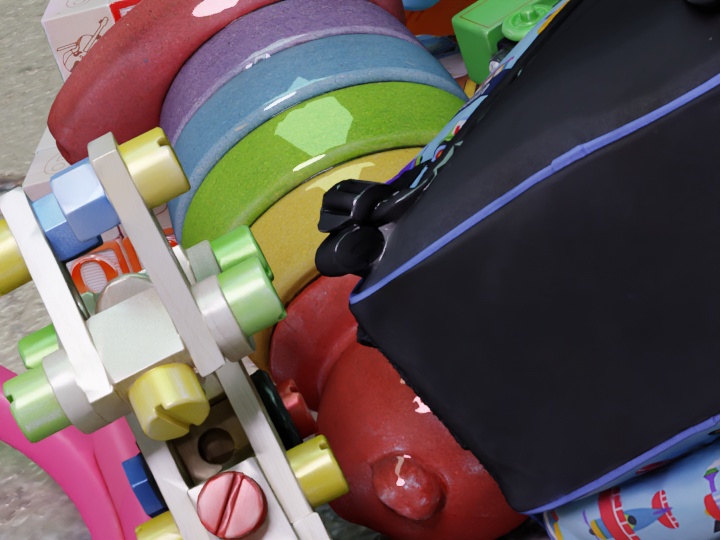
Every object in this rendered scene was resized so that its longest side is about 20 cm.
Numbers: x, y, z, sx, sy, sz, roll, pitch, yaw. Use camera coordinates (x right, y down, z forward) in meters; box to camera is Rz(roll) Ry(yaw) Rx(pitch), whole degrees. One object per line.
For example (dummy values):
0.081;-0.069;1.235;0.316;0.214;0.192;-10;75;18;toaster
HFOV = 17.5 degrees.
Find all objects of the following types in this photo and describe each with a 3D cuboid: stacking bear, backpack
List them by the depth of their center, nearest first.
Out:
0.111;-0.034;0.643;0.183;0.135;0.200;-32;10;37;backpack
0.000;0.000;0.735;0.121;0.114;0.200;7;44;-40;stacking bear

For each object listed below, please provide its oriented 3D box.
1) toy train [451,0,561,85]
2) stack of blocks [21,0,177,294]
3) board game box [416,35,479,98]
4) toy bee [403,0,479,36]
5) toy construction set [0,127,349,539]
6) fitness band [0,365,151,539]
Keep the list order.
0.121;-0.125;0.911;0.200;0.042;0.056;-33;33;-21;toy train
-0.078;-0.060;0.925;0.059;0.115;0.200;-12;28;12;stack of blocks
0.038;-0.043;0.906;0.135;0.034;0.200;-16;26;5;board game box
-0.015;-0.128;0.893;0.131;0.109;0.200;-44;-15;20;toy bee
-0.036;0.068;0.614;0.092;0.200;0.131;-13;-8;0;toy construction set
-0.126;0.069;0.716;0.144;0.037;0.200;12;20;-21;fitness band
